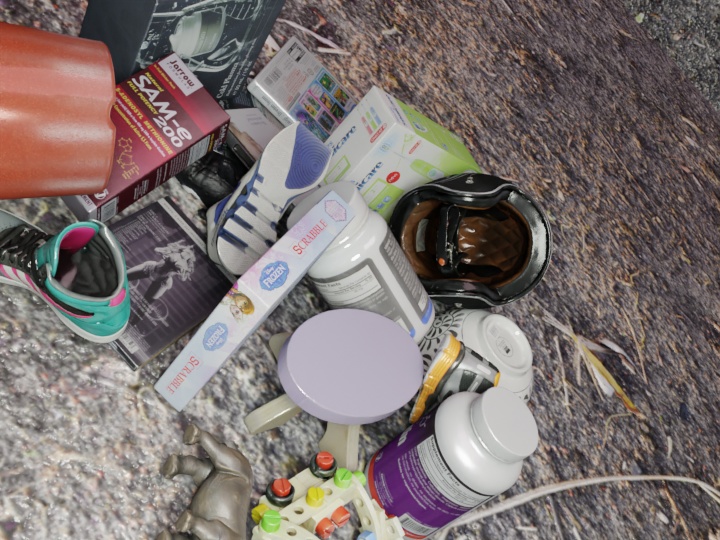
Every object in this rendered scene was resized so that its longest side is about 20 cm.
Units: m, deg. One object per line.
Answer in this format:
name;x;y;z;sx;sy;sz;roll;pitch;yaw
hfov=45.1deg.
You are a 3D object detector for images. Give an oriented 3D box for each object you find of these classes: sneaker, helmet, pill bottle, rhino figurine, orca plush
sneaker;-0.300;-0.017;0.824;0.199;0.121;0.084;34;54;-7
sneaker;-0.127;-0.083;1.023;0.080;0.115;0.201;41;68;-26
helmet;0.153;-0.039;1.169;0.189;0.200;0.202;0;57;-39
pill bottle;0.000;0.000;1.047;0.201;0.113;0.114;58;31;-28
pill bottle;0.097;0.207;0.941;0.112;0.200;0.113;24;42;-25
rhino figurine;-0.139;0.249;0.800;0.087;0.060;0.202;30;43;-35
orca plush;-0.176;-0.133;1.065;0.200;0.071;0.105;49;53;-12
sneaker;0.109;0.147;1.020;0.076;0.201;0.079;24;65;8

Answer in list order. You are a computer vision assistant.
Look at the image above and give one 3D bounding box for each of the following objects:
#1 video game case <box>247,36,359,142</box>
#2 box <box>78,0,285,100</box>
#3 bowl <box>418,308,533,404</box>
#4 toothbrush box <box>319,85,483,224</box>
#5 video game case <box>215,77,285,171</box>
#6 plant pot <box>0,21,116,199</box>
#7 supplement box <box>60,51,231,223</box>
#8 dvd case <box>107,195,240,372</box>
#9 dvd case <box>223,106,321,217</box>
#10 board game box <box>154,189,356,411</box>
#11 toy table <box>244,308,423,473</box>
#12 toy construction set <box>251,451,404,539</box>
video game case;-0.069;-0.251;1.306;0.182;0.024;0.201;44;32;-14
box;-0.224;-0.310;1.078;0.195;0.200;0.125;-20;69;-39
bowl;0.170;0.120;1.171;0.199;0.094;0.202;25;42;-25
toothbrush box;0.051;-0.144;1.218;0.199;0.146;0.087;22;32;-44
video game case;-0.154;-0.193;1.207;0.180;0.023;0.202;8;53;-39
plant pot;-0.341;-0.149;0.820;0.193;0.201;0.203;0;56;-27
supplement box;-0.256;-0.147;0.977;0.200;0.061;0.109;-40;86;-26
dvd case;-0.232;0.007;0.963;0.149;0.016;0.200;47;39;2
dvd case;-0.105;-0.133;1.134;0.200;0.018;0.143;50;20;2
board game box;-0.108;0.030;0.910;0.041;0.200;0.200;41;38;-2
toy table;-0.033;0.126;0.961;0.198;0.117;0.186;5;53;-41
toy construction set;-0.032;0.259;0.864;0.131;0.093;0.199;36;23;29
